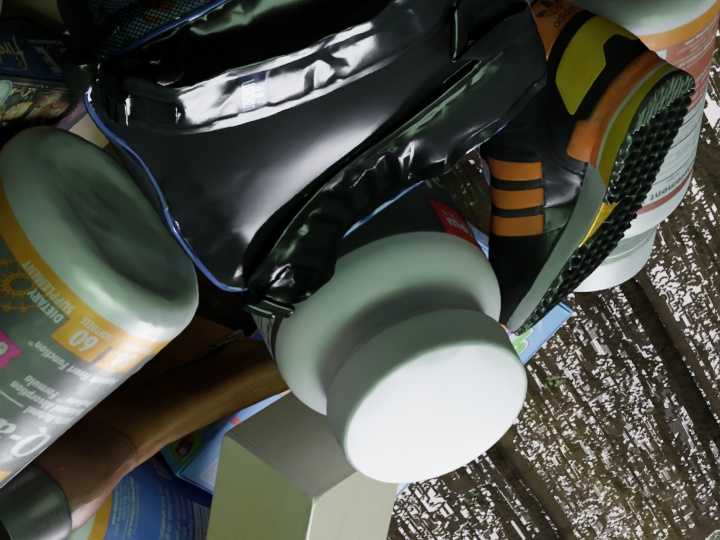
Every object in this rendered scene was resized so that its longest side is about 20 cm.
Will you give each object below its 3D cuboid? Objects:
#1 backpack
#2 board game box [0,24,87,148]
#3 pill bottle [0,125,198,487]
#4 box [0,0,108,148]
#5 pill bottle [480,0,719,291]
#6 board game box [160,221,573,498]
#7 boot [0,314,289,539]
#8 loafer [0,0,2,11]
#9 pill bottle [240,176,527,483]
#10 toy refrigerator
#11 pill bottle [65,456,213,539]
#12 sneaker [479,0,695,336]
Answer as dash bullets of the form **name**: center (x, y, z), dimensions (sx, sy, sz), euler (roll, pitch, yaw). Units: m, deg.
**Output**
- **backpack**: center (-0.022, -0.104, 1.247), dimensions (0.190, 0.155, 0.200), euler (-24, 142, 8)
- **board game box**: center (-0.216, -0.033, 1.252), dimensions (0.200, 0.035, 0.135), euler (-41, 169, 15)
- **pill bottle**: center (-0.178, 0.037, 1.263), dimensions (0.200, 0.117, 0.116), euler (-41, 138, 19)
- **box**: center (-0.193, -0.080, 1.308), dimensions (0.200, 0.021, 0.163), euler (-42, 137, 17)
- **pill bottle**: center (0.118, -0.089, 1.407), dimensions (0.112, 0.112, 0.201), euler (-14, 138, -17)
- **board game box**: center (0.004, 0.057, 1.533), dimensions (0.200, 0.037, 0.151), euler (-46, 137, 9)
- **boot**: center (-0.158, 0.062, 1.419), dimensions (0.200, 0.188, 0.069), euler (-34, 119, -36)
- **loafer**: center (-0.250, -0.108, 1.200), dimensions (0.199, 0.072, 0.063), euler (-6, 137, -15)
- **pill bottle**: center (0.000, 0.000, 1.362), dimensions (0.115, 0.200, 0.116), euler (-16, 139, -15)
- **toy refrigerator**: center (-0.039, 0.158, 1.454), dimensions (0.076, 0.070, 0.201), euler (-31, 144, -41)
- **pill bottle**: center (-0.125, 0.156, 1.523), dimensions (0.112, 0.112, 0.200), euler (-42, 139, 16)
- **sneaker**: center (0.089, -0.053, 1.334), dimensions (0.070, 0.090, 0.200), euler (-39, 164, -34)
